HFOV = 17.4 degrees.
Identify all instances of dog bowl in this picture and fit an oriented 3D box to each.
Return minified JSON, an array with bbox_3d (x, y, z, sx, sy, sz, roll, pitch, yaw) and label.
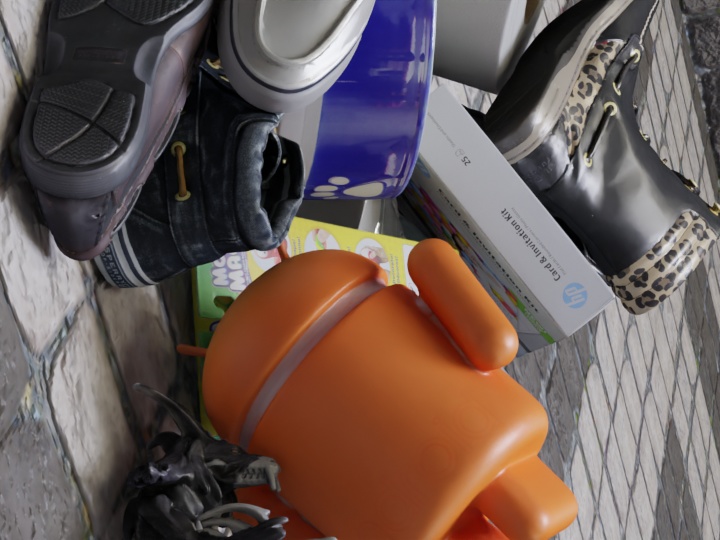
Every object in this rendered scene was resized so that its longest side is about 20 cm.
[{"bbox_3d":[-0.017,-0.137,1.246,0.200,0.078,0.202,-179,-90,-79],"label":"dog bowl"}]

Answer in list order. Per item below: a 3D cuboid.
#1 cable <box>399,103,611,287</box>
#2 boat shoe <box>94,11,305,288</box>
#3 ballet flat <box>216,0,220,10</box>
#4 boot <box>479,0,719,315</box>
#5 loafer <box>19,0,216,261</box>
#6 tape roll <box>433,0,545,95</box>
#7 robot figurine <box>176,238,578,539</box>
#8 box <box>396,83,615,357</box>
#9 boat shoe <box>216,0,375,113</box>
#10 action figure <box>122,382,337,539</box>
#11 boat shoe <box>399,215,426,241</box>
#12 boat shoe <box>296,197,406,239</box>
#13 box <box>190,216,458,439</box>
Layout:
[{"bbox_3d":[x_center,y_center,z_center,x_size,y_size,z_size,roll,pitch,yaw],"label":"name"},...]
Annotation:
[{"bbox_3d":[0.090,-0.042,1.529,0.051,0.200,0.164,-36,106,-25],"label":"cable"},{"bbox_3d":[-0.069,-0.072,1.151,0.201,0.090,0.071,-84,158,-45],"label":"boat shoe"},{"bbox_3d":[-0.076,-0.219,1.246,0.067,0.046,0.201,54,21,-50],"label":"ballet flat"},{"bbox_3d":[0.161,-0.080,1.434,0.151,0.073,0.200,50,42,-13],"label":"boot"},{"bbox_3d":[-0.112,-0.088,1.087,0.201,0.071,0.063,-74,170,-46],"label":"loafer"},{"bbox_3d":[0.052,-0.222,1.442,0.203,0.138,0.204,18,90,-83],"label":"tape roll"},{"bbox_3d":[0.009,0.068,1.106,0.117,0.200,0.144,-40,163,-35],"label":"robot figurine"},{"bbox_3d":[0.074,-0.024,1.404,0.156,0.041,0.200,51,-8,1],"label":"box"},{"bbox_3d":[-0.006,-0.168,1.114,0.201,0.072,0.066,-61,-177,-25],"label":"boat shoe"},{"bbox_3d":[-0.054,0.148,1.058,0.119,0.101,0.202,76,8,-78],"label":"action figure"},{"bbox_3d":[0.028,0.032,1.471,0.201,0.071,0.091,55,-6,-25],"label":"boat shoe"},{"bbox_3d":[0.000,0.000,1.357,0.068,0.072,0.202,12,68,-54],"label":"boat shoe"},{"bbox_3d":[-0.022,0.036,1.238,0.199,0.048,0.118,12,68,-49],"label":"box"}]
